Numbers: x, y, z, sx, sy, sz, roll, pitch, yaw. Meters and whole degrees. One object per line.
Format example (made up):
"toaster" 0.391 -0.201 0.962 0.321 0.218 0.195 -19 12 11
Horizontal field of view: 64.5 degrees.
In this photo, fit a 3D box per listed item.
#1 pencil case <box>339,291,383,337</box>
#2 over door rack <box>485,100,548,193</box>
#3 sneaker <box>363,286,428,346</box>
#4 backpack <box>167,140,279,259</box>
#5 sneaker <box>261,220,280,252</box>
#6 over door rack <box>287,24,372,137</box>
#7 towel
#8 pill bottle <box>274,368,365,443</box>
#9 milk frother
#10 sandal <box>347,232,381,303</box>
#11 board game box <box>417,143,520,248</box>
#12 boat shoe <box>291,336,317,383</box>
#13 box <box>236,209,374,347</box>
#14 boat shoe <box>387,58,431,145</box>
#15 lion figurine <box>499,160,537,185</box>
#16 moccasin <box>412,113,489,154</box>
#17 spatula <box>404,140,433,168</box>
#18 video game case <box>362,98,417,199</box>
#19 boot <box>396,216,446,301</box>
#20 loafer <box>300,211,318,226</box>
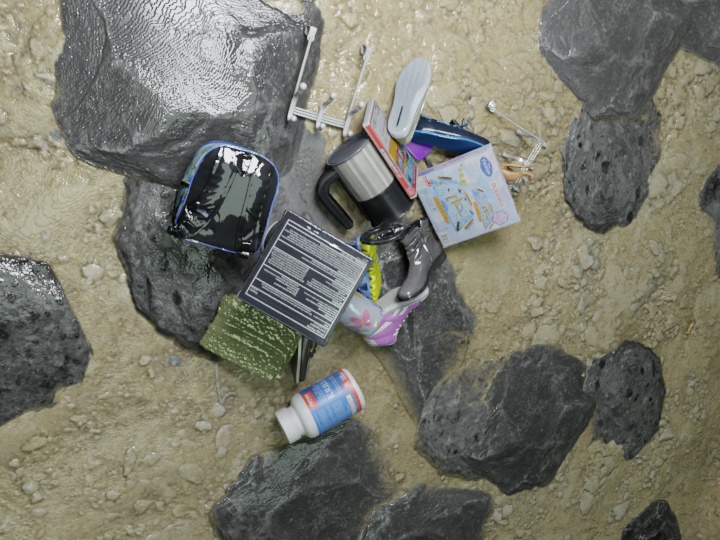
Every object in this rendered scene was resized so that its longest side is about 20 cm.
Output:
"pencil case" -0.046 0.079 1.289 0.200 0.083 0.091 30 111 -24
"over door rack" 0.353 -0.308 1.433 0.200 0.067 0.148 31 90 -16
"sneaker" 0.090 0.115 1.425 0.200 0.073 0.114 -28 119 -4
"backpack" -0.266 -0.150 1.128 0.183 0.147 0.200 17 100 -27
"sneaker" -0.181 -0.009 1.245 0.074 0.085 0.201 11 100 -28
"over door rack" -0.061 -0.393 1.194 0.147 0.067 0.201 9 101 -28
"towel" -0.240 0.150 1.265 0.200 0.036 0.149 28 97 -13
"pill bottle" -0.099 0.329 1.366 0.200 0.112 0.112 -27 114 -18
"milk frother" 0.019 -0.168 1.229 0.180 0.200 0.188 -43 118 -8
"sandal" 0.000 0.000 1.351 0.087 0.080 0.200 -3 119 13
"board game box" 0.253 -0.174 1.367 0.199 0.041 0.200 -19 117 21
"boat shoe" -0.127 0.166 1.329 0.060 0.072 0.202 -1 102 -21
"box" -0.110 0.015 1.151 0.200 0.123 0.199 31 86 -4
"boat shoe" 0.110 -0.380 1.288 0.200 0.072 0.062 -69 159 -10
"lion figurine" 0.336 -0.202 1.403 0.122 0.073 0.200 23 121 1
"moccasin" 0.212 -0.325 1.330 0.199 0.080 0.068 13 72 -16
"spatula" 0.175 -0.251 1.382 0.057 0.021 0.200 -47 119 -12
"video game case" 0.070 -0.271 1.267 0.017 0.143 0.200 -25 120 23
"boot" 0.123 -0.030 1.380 0.132 0.070 0.200 57 49 -25
"loafer" -0.099 -0.041 1.287 0.072 0.063 0.200 -9 127 4
